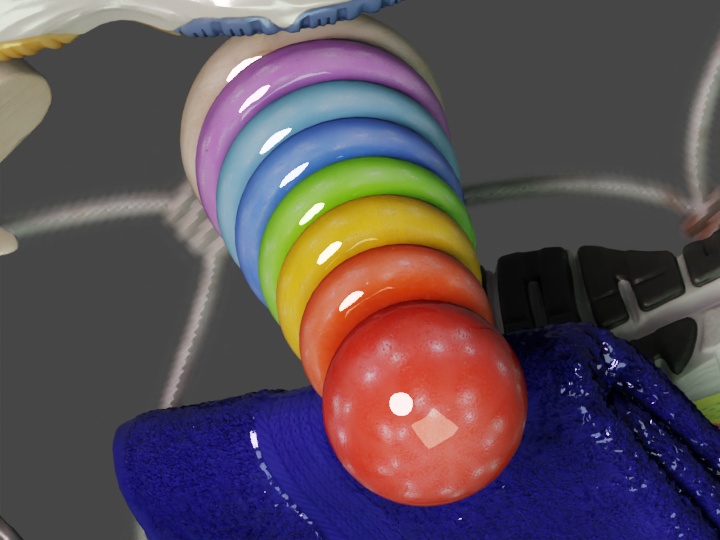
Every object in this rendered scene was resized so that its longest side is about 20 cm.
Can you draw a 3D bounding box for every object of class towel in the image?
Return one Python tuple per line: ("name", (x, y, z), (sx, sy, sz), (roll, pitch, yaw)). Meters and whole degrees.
("towel", (0.030, 0.085, 0.823), (0.200, 0.050, 0.148), (-16, 135, 40))

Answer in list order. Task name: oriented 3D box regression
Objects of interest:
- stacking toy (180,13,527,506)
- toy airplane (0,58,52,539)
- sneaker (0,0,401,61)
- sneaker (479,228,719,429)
("stacking toy", (0.000, 0.000, 0.744), (0.085, 0.200, 0.086), (-5, 119, -8))
("toy airplane", (-0.190, 0.028, 0.748), (0.200, 0.141, 0.200), (-2, 114, -42))
("sneaker", (-0.057, -0.115, 0.743), (0.200, 0.075, 0.088), (-10, 115, -9))
("sneaker", (0.104, 0.038, 0.862), (0.200, 0.078, 0.090), (-13, 138, 6))
